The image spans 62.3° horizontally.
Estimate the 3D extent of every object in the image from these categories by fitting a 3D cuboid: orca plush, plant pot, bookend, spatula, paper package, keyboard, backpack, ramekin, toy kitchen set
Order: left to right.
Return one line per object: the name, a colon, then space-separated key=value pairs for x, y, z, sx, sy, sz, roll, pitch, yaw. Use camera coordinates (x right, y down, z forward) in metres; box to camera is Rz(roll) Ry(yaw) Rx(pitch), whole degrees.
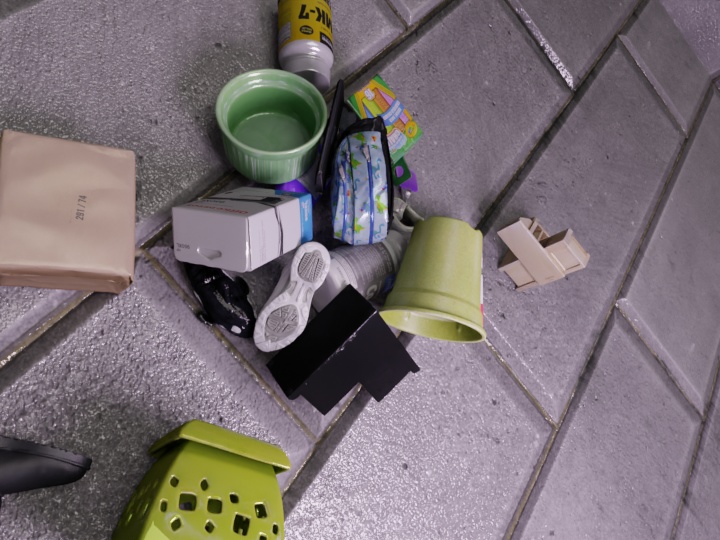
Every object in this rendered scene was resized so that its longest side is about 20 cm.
paper package: x=-0.431 y=-0.079 z=0.869 sx=0.187 sy=0.103 sz=0.205 roll=5 pitch=72 yaw=-32
plant pot: x=-0.213 y=0.323 z=0.821 sx=0.197 sy=0.198 sz=0.185 roll=25 pitch=55 yaw=-23
orca plush: x=-0.228 y=0.019 z=0.987 sx=0.104 sy=0.071 sz=0.204 roll=-21 pitch=86 yaw=-36
ramekin: x=-0.160 y=-0.255 z=1.073 sx=0.194 sy=0.098 sz=0.204 roll=4 pitch=59 yaw=-7
keyboard: x=-0.056 y=-0.235 z=1.087 sx=0.020 sy=0.128 sz=0.205 roll=11 pitch=70 yaw=4
bookend: x=-0.024 y=0.168 z=1.038 sx=0.198 sy=0.092 sz=0.201 roll=-44 pitch=134 yaw=-5
backpack: x=0.003 y=-0.146 z=1.078 sx=0.150 sy=0.163 sz=0.204 roll=-15 pitch=76 yaw=-13
spatula: x=0.097 y=-0.135 z=1.282 sx=0.055 sy=0.020 sz=0.205 roll=13 pitch=71 yaw=-29
plant pot: x=0.144 y=0.013 z=1.074 sx=0.197 sy=0.199 sz=0.189 roll=21 pitch=73 yaw=-25
toy kitchen set: x=0.411 y=-0.091 z=1.364 sx=0.163 sy=0.199 sz=0.181 roll=46 pitch=55 yaw=-11

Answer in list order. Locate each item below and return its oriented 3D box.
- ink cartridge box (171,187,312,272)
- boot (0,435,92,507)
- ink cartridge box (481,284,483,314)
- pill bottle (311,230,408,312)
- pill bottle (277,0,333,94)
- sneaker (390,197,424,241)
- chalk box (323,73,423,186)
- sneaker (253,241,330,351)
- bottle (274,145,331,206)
ink cartridge box: x=-0.182 y=-0.073 z=0.951 sx=0.200 sy=0.141 sz=0.086 roll=-37 pitch=131 yaw=-62
boot: x=-0.458 y=0.294 z=0.741 sx=0.194 sy=0.073 sz=0.166 roll=18 pitch=62 yaw=-19
ink cartridge box: x=0.179 y=0.012 z=1.248 sx=0.142 sy=0.084 sz=0.205 roll=14 pitch=68 yaw=-28
pill bottle: x=0.000 y=0.000 z=1.117 sx=0.198 sy=0.113 sz=0.116 roll=-25 pitch=88 yaw=-36
pill bottle: x=-0.111 y=-0.464 z=1.205 sx=0.112 sy=0.114 sz=0.205 roll=7 pitch=70 yaw=-31
sneaker: x=0.043 y=-0.133 z=1.195 sx=0.197 sy=0.099 sz=0.076 roll=30 pitch=65 yaw=-11
chalk box: x=0.036 y=-0.269 z=1.229 sx=0.201 sy=0.124 sz=0.124 roll=50 pitch=55 yaw=-10
sneaker: x=-0.117 y=0.044 z=1.015 sx=0.077 sy=0.099 sz=0.202 roll=32 pitch=89 yaw=-14
bottle: x=-0.117 y=-0.151 z=1.122 sx=0.083 sy=0.065 sz=0.202 roll=41 pitch=57 yaw=-14
